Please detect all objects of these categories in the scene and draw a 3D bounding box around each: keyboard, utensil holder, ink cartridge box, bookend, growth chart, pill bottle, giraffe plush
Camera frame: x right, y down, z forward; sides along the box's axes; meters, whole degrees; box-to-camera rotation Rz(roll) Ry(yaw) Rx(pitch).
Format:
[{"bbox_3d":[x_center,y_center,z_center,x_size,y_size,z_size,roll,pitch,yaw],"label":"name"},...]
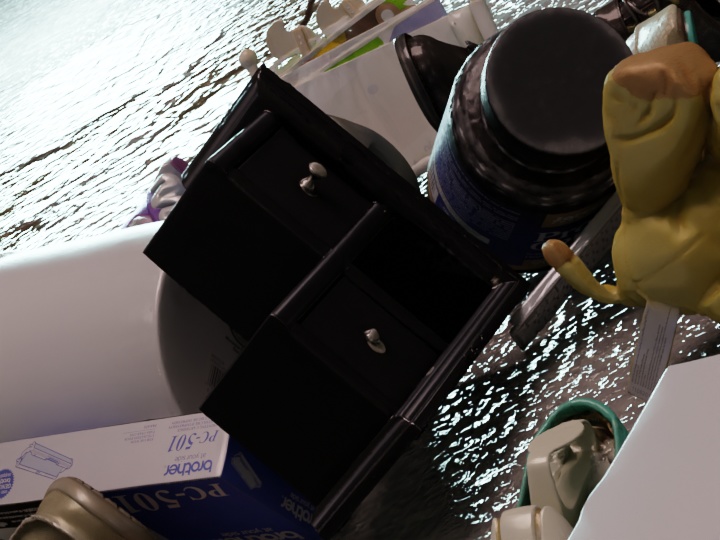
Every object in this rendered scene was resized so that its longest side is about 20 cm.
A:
[{"bbox_3d":[0.151,-0.036,1.495,0.200,0.011,0.056,-50,-20,-1],"label":"keyboard"},{"bbox_3d":[-0.138,0.056,1.600,0.199,0.170,0.170,-13,27,39],"label":"utensil holder"},{"bbox_3d":[-0.123,0.125,1.485,0.199,0.094,0.044,-11,57,36],"label":"ink cartridge box"},{"bbox_3d":[-0.035,0.011,1.432,0.092,0.200,0.199,-52,-3,30],"label":"bookend"},{"bbox_3d":[0.018,-0.122,1.803,0.199,0.145,0.018,-17,4,27],"label":"growth chart"},{"bbox_3d":[0.101,-0.076,1.514,0.112,0.112,0.200,-37,-9,-12],"label":"pill bottle"},{"bbox_3d":[0.207,-0.044,1.386,0.162,0.172,0.200,-41,-17,-53],"label":"giraffe plush"}]

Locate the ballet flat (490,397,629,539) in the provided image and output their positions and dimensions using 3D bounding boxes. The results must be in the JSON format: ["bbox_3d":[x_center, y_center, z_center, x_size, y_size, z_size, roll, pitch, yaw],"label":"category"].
[{"bbox_3d":[0.089,0.126,1.234,0.067,0.071,0.200,-22,23,26],"label":"ballet flat"}]

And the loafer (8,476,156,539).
[{"bbox_3d":[-0.166,0.175,1.451,0.068,0.076,0.200,-55,1,-30],"label":"loafer"}]

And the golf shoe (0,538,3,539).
[{"bbox_3d":[-0.267,0.183,1.602,0.078,0.095,0.200,-26,19,22],"label":"golf shoe"}]

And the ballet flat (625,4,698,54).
[{"bbox_3d":[0.174,-0.106,1.561,0.062,0.068,0.200,-8,-12,10],"label":"ballet flat"}]

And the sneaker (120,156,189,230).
[{"bbox_3d":[-0.132,0.005,1.806,0.088,0.080,0.200,-43,22,18],"label":"sneaker"}]

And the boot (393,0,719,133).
[{"bbox_3d":[0.134,-0.142,1.646,0.174,0.200,0.069,-33,59,27],"label":"boot"}]

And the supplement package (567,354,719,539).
[{"bbox_3d":[0.180,0.140,0.871,0.150,0.200,0.152,-15,26,40],"label":"supplement package"}]

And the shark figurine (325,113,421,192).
[{"bbox_3d":[0.015,-0.015,1.619,0.128,0.215,0.090,-9,49,-18],"label":"shark figurine"}]
